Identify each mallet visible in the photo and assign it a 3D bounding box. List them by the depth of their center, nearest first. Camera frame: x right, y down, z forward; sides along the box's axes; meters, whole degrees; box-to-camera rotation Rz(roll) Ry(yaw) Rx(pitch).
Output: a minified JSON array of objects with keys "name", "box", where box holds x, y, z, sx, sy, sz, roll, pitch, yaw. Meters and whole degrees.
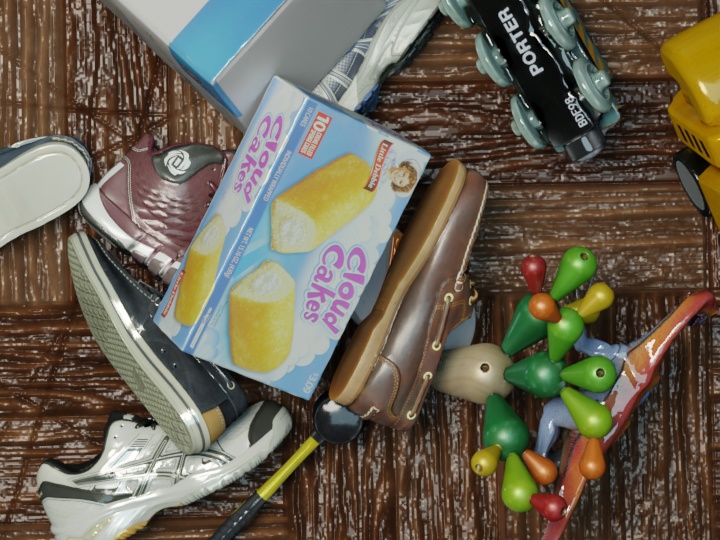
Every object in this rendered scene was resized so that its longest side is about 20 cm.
[{"name":"mallet","box":[-0.068,0.164,1.702,0.041,0.066,0.200,44,101,-1]}]

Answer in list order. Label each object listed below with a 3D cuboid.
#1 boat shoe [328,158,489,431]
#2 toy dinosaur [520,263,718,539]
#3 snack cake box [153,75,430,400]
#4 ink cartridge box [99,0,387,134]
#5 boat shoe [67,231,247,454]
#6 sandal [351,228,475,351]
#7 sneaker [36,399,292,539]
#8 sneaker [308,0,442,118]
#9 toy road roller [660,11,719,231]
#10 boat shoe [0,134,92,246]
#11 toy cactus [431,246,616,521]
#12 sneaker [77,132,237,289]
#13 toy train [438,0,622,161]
[{"name":"boat shoe","box":[0.049,0.020,1.639,0.070,0.070,0.201,25,96,-13]},{"name":"toy dinosaur","box":[0.199,0.095,1.665,0.181,0.105,0.201,-33,54,23]},{"name":"snack cake box","box":[-0.049,-0.022,1.594,0.115,0.067,0.201,23,97,-30]},{"name":"ink cartridge box","box":[-0.110,-0.224,1.618,0.200,0.147,0.146,42,87,17]},{"name":"boat shoe","box":[-0.154,0.047,1.661,0.062,0.075,0.200,-29,65,-23]},{"name":"sandal","box":[0.005,-0.007,1.691,0.079,0.059,0.207,-46,106,-4]},{"name":"sneaker","box":[-0.150,0.136,1.672,0.199,0.076,0.088,-27,91,-5]},{"name":"sneaker","box":[-0.021,-0.153,1.697,0.085,0.077,0.200,37,79,7]},{"name":"toy road roller","box":[0.296,-0.110,1.650,0.122,0.200,0.147,-28,113,-4]},{"name":"boat shoe","box":[-0.294,-0.048,1.670,0.199,0.062,0.075,-29,107,5]},{"name":"toy cactus","box":[0.111,0.078,1.621,0.102,0.164,0.201,14,80,-43]},{"name":"sneaker","box":[-0.106,-0.029,1.681,0.200,0.076,0.116,39,84,-2]},{"name":"toy train","box":[0.132,-0.178,1.680,0.085,0.114,0.201,-30,94,24]}]
